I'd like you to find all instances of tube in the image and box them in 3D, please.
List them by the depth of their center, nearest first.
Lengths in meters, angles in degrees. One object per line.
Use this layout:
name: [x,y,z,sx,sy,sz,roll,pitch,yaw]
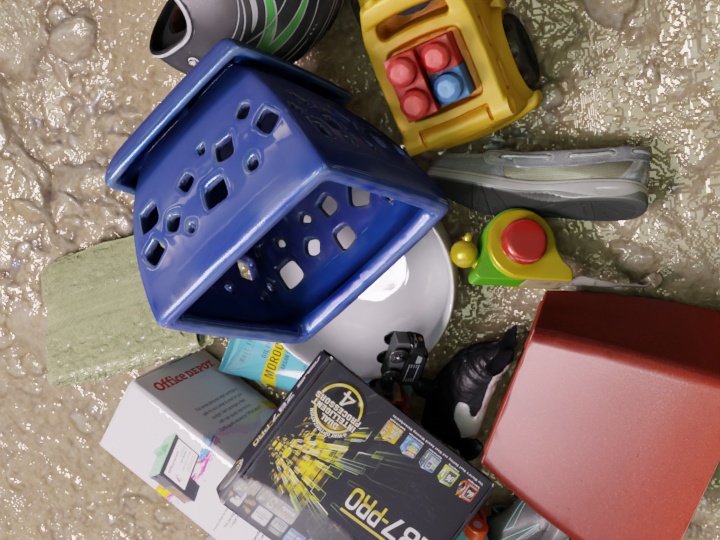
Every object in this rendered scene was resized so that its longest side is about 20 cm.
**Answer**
tube: [-0.042,0.100,1.208,0.199,0.050,0.078,20,86,12]

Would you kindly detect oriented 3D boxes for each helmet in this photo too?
helmet: [-0.106,-0.264,1.049,0.199,0.200,0.191,-8,123,17]

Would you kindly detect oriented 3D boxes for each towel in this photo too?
towel: [-0.236,0.035,1.213,0.199,0.036,0.149,-17,66,17]

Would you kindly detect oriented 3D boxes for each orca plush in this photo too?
orca plush: [0.083,0.120,1.122,0.071,0.200,0.106,8,68,-10]

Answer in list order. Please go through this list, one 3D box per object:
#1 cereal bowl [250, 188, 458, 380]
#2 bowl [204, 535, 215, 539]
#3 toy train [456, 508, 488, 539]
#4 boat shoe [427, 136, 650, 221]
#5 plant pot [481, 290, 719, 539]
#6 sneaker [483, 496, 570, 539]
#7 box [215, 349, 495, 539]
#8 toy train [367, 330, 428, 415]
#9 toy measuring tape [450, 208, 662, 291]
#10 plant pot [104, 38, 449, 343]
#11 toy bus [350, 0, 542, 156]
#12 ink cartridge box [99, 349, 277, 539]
cereal bowl: [0.000,0.000,1.147,0.199,0.083,0.201,4,105,14]
bowl: [-0.137,0.409,1.302,0.200,0.075,0.200,38,112,1]
toy train: [0.069,0.291,1.205,0.200,0.056,0.151,-13,97,41]
boat shoe: [0.162,-0.088,1.092,0.201,0.074,0.065,4,71,16]
plant pot: [0.216,0.124,1.058,0.176,0.200,0.200,21,109,7]
sneaker: [0.149,0.286,1.201,0.079,0.075,0.200,39,105,17]
box: [-0.004,0.194,1.072,0.200,0.049,0.161,40,87,-12]
toy train: [0.025,0.129,1.133,0.046,0.034,0.200,2,135,-17]
toy measuring tape: [0.179,-0.019,1.096,0.199,0.074,0.074,3,107,-11]
plant pot: [-0.080,-0.070,1.005,0.200,0.200,0.180,-43,62,21]
toy bus: [0.057,-0.199,1.021,0.135,0.192,0.201,-20,97,21]
ink cartridge box: [-0.134,0.181,1.185,0.200,0.145,0.084,36,110,12]
